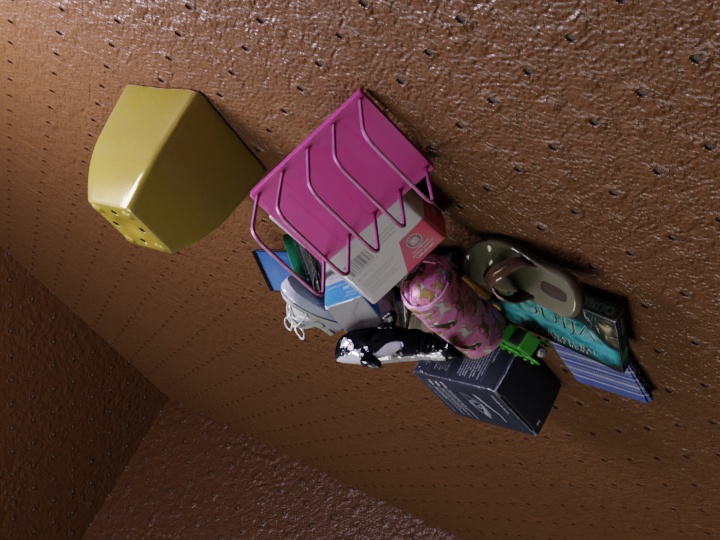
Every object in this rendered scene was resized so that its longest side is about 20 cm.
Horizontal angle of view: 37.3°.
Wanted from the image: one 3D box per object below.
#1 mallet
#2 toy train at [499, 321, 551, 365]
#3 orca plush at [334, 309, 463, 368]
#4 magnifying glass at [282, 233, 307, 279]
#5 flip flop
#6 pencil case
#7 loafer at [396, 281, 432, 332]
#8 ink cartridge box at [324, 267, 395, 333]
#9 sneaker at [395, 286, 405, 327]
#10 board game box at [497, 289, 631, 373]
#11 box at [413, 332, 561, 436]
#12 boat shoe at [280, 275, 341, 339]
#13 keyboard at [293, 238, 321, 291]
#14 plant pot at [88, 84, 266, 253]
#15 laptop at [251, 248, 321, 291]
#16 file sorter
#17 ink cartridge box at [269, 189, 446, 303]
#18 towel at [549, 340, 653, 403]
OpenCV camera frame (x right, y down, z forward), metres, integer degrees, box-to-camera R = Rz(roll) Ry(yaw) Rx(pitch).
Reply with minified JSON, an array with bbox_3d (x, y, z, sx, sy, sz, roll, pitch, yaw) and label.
[{"bbox_3d":[0.183,0.035,1.612,0.199,0.042,0.065,38,159,-29],"label":"mallet"},{"bbox_3d":[0.230,0.101,1.615,0.056,0.042,0.200,35,178,-13],"label":"toy train"},{"bbox_3d":[0.049,0.096,1.550,0.198,0.104,0.072,1,103,41],"label":"orca plush"},{"bbox_3d":[-0.106,-0.031,1.778,0.200,0.022,0.081,-112,2,-81],"label":"magnifying glass"},{"bbox_3d":[0.209,0.015,1.424,0.199,0.057,0.082,28,136,41],"label":"flip flop"},{"bbox_3d":[0.134,0.054,1.520,0.200,0.086,0.084,41,-158,-48],"label":"pencil case"},{"bbox_3d":[0.076,0.023,1.615,0.062,0.072,0.202,-16,129,5],"label":"loafer"},{"bbox_3d":[0.000,0.000,1.651,0.066,0.202,0.116,-19,137,21],"label":"ink cartridge box"},{"bbox_3d":[0.087,0.060,1.784,0.087,0.074,0.201,37,151,14],"label":"sneaker"},{"bbox_3d":[0.281,0.062,1.497,0.198,0.028,0.136,24,156,32],"label":"board game box"},{"bbox_3d":[0.215,0.184,1.816,0.198,0.105,0.148,9,150,47],"label":"box"},{"bbox_3d":[-0.088,0.070,1.724,0.075,0.086,0.201,52,-169,25],"label":"boat shoe"},{"bbox_3d":[-0.090,-0.040,1.615,0.127,0.020,0.202,-123,11,-54],"label":"keyboard"},{"bbox_3d":[-0.306,-0.144,1.662,0.194,0.202,0.195,12,153,42],"label":"plant pot"},{"bbox_3d":[-0.094,0.050,1.947,0.201,0.102,0.178,57,173,25],"label":"laptop"},{"bbox_3d":[-0.023,-0.087,1.311,0.139,0.199,0.126,42,-159,-22],"label":"file sorter"},{"bbox_3d":[-0.004,-0.077,1.438,0.199,0.146,0.083,40,-158,-21],"label":"ink cartridge box"},{"bbox_3d":[0.350,0.124,1.600,0.144,0.024,0.200,15,153,44],"label":"towel"}]
